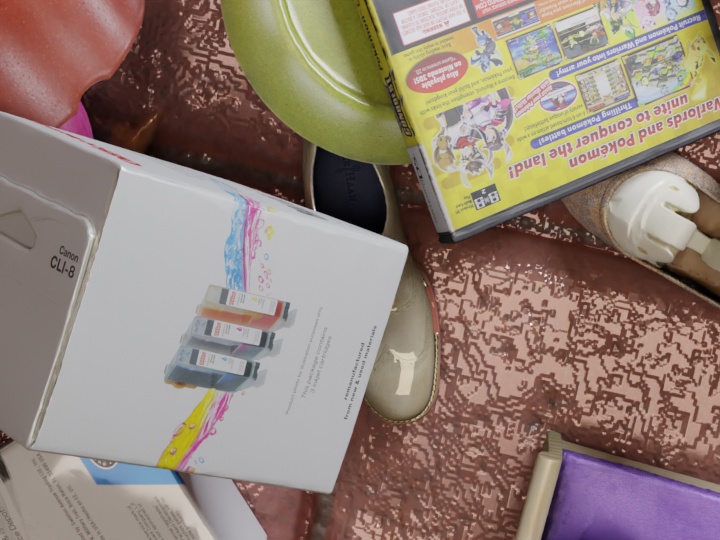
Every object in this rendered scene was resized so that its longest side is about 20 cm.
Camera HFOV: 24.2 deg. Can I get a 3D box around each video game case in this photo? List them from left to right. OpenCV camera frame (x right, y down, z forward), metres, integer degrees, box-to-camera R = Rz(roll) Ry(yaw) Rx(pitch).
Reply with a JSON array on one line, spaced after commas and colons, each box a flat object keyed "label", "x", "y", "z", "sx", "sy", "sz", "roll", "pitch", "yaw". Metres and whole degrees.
[{"label": "video game case", "x": 0.102, "y": -0.135, "z": 0.932, "sx": 0.198, "sy": 0.025, "sz": 0.183, "roll": -22, "pitch": 96, "yaw": -17}]

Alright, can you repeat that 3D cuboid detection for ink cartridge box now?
[{"label": "ink cartridge box", "x": -0.181, "y": 0.168, "z": 1.036, "sx": 0.199, "sy": 0.084, "sz": 0.147, "roll": -31, "pitch": 95, "yaw": 12}, {"label": "ink cartridge box", "x": -0.106, "y": 0.018, "z": 0.886, "sx": 0.199, "sy": 0.145, "sz": 0.146, "roll": 16, "pitch": 94, "yaw": -42}]

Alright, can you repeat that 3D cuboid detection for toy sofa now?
[{"label": "toy sofa", "x": 0.190, "y": 0.168, "z": 0.986, "sx": 0.198, "sy": 0.098, "sz": 0.084, "roll": 16, "pitch": 102, "yaw": 5}]

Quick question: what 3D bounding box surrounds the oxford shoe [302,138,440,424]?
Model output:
[{"label": "oxford shoe", "x": 0.000, "y": 0.000, "z": 0.988, "sx": 0.070, "sy": 0.074, "sz": 0.202, "roll": -15, "pitch": 98, "yaw": 9}]

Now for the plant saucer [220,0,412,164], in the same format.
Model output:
[{"label": "plant saucer", "x": 0.021, "y": -0.161, "z": 0.937, "sx": 0.198, "sy": 0.031, "sz": 0.203, "roll": 0, "pitch": 88, "yaw": -16}]

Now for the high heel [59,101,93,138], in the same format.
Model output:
[{"label": "high heel", "x": -0.256, "y": -0.057, "z": 1.000, "sx": 0.197, "sy": 0.068, "sz": 0.097, "roll": -10, "pitch": 121, "yaw": 4}]

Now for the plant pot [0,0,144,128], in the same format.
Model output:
[{"label": "plant pot", "x": -0.231, "y": -0.174, "z": 0.910, "sx": 0.200, "sy": 0.202, "sz": 0.196, "roll": -32, "pitch": 125, "yaw": 11}]

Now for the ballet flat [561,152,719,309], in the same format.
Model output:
[{"label": "ballet flat", "x": 0.200, "y": -0.016, "z": 0.965, "sx": 0.199, "sy": 0.067, "sz": 0.069, "roll": 30, "pitch": 102, "yaw": 1}]
